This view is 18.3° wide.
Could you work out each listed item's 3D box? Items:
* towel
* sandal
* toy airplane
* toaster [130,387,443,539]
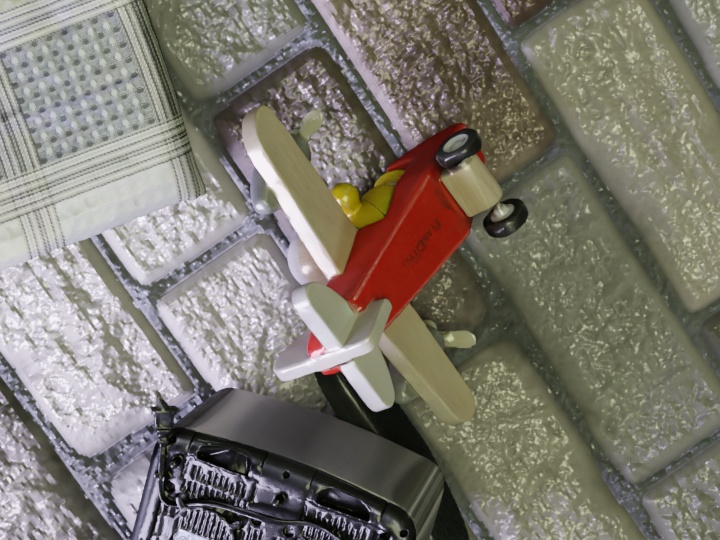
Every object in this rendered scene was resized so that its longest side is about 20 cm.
[{"bbox_3d":[-0.220,-0.106,1.437,0.199,0.035,0.194,-18,103,-5],"label":"towel"},{"bbox_3d":[0.018,0.137,1.511,0.048,0.075,0.201,-27,97,23],"label":"sandal"},{"bbox_3d":[0.000,0.000,1.439,0.198,0.141,0.201,2,86,-41],"label":"toy airplane"},{"bbox_3d":[-0.055,0.181,1.438,0.180,0.119,0.201,18,108,9],"label":"toaster"}]
